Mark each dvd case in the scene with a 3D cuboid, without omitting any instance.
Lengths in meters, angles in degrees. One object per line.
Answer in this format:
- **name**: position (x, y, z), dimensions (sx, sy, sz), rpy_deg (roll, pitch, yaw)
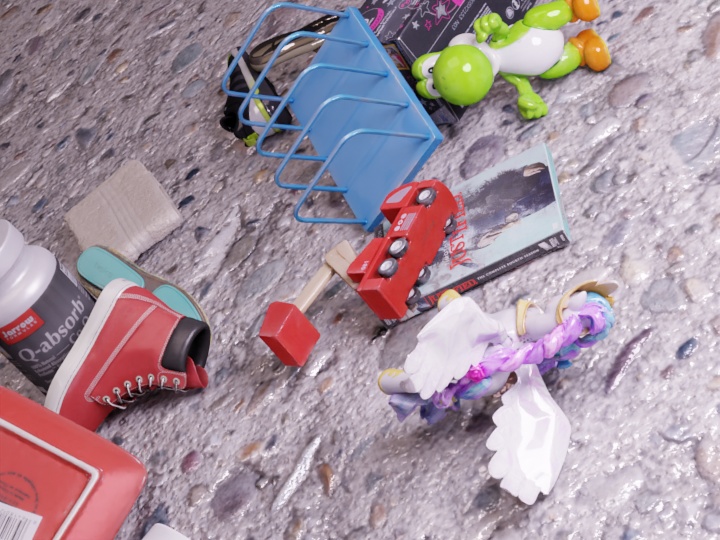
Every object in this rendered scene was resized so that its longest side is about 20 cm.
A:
- **dvd case**: position (0.103, -0.035, 1.338), dimensions (0.199, 0.022, 0.146), rpy_deg (-27, 35, 20)

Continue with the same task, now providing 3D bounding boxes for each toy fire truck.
- **toy fire truck**: position (0.000, 0.000, 1.333), dimensions (0.141, 0.049, 0.200), rpy_deg (-4, 47, 43)

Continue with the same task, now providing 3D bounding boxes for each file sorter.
- **file sorter**: position (-0.038, -0.162, 1.420), dimensions (0.139, 0.122, 0.200), rpy_deg (-52, 54, 33)

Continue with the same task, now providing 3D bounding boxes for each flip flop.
- **flip flop**: position (-0.042, -0.284, 1.731), dimensions (0.199, 0.058, 0.081), rpy_deg (-24, 21, -11)

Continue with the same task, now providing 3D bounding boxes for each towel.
- **towel**: position (-0.302, -0.063, 1.745), dimensions (0.132, 0.035, 0.200), rpy_deg (-40, 34, 0)

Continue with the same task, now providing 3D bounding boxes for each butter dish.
- **butter dish**: position (-0.329, 0.245, 1.314), dimensions (0.199, 0.148, 0.200), rpy_deg (25, 59, 8)

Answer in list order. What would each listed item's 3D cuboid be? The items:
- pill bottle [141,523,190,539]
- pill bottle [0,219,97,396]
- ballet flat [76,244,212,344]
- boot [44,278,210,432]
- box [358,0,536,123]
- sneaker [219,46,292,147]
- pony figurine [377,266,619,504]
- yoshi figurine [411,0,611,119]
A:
- **pill bottle**: position (-0.190, 0.314, 1.113), dimensions (0.113, 0.113, 0.200), rpy_deg (9, 56, 48)
- **pill bottle**: position (-0.358, 0.046, 1.514), dimensions (0.115, 0.200, 0.116), rpy_deg (-25, 36, 20)
- **ballet flat**: position (-0.229, 0.039, 1.511), dimensions (0.200, 0.071, 0.071), rpy_deg (34, 72, 24)
- **boot**: position (-0.238, 0.126, 1.428), dimensions (0.144, 0.072, 0.201), rpy_deg (27, 92, 23)
- **box**: position (0.084, -0.275, 1.542), dimensions (0.114, 0.132, 0.200), rpy_deg (3, 51, 48)
- **sneaker**: position (-0.153, -0.220, 1.755), dimensions (0.083, 0.072, 0.200), rpy_deg (-37, 33, 5)
- **pony figurine**: position (0.104, 0.075, 1.114), dimensions (0.193, 0.167, 0.200), rpy_deg (-49, 19, -30)
- **yoshi figurine**: position (0.153, -0.215, 1.403), dimensions (0.199, 0.112, 0.113), rpy_deg (-18, 72, 3)
